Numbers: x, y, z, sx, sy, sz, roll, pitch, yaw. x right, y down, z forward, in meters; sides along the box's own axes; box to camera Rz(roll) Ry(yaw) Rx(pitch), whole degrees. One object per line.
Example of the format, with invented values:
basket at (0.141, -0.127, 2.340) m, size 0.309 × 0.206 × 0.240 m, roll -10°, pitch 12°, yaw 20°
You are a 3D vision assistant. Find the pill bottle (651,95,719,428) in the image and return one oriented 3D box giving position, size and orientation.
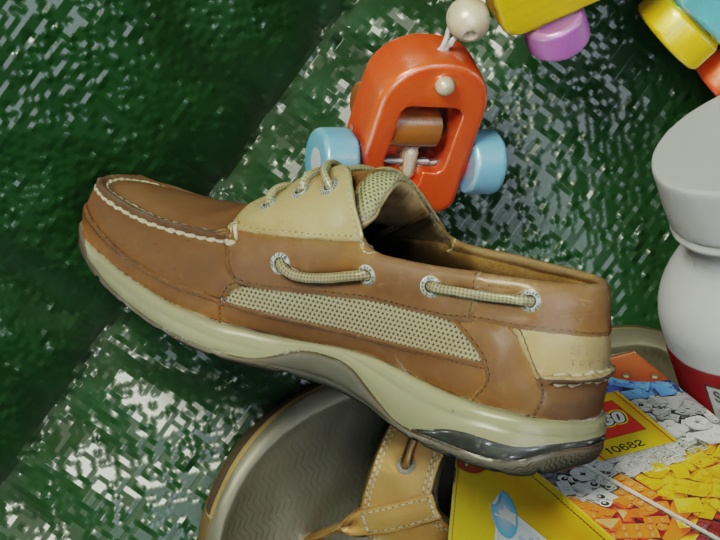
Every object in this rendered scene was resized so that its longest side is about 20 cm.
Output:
pill bottle at (0.169, 0.038, 1.041) m, size 0.112 × 0.112 × 0.201 m, roll -23°, pitch 114°, yaw -6°

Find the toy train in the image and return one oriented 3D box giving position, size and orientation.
toy train at (0.078, -0.080, 1.041) m, size 0.199 × 0.056 × 0.151 m, roll -4°, pitch 129°, yaw -21°

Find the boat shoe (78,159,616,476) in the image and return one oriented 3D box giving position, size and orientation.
boat shoe at (0.000, 0.000, 0.986) m, size 0.199 × 0.076 × 0.074 m, roll 22°, pitch 108°, yaw 25°

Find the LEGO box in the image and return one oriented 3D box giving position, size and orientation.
LEGO box at (0.094, 0.154, 1.015) m, size 0.077 × 0.149 × 0.201 m, roll -12°, pitch 122°, yaw -28°

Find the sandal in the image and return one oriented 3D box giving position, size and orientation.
sandal at (0.037, 0.071, 1.062) m, size 0.199 × 0.054 × 0.081 m, roll -16°, pitch 106°, yaw -8°
